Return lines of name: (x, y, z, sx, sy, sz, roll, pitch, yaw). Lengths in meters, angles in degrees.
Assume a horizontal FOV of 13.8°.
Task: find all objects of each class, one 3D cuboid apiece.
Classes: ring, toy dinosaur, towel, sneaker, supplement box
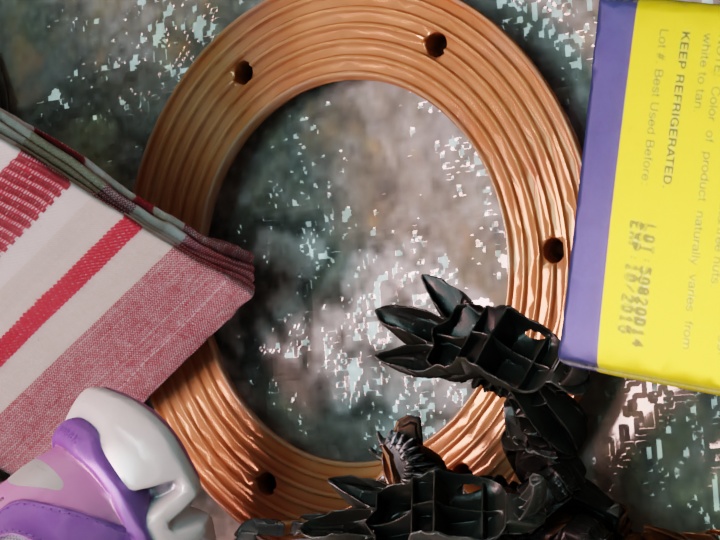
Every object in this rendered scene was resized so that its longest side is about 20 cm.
ring: (0.000, 0.000, 1.017, 0.199, 0.019, 0.202, -1, 89, 35)
toy dinosaur: (0.049, 0.080, 0.933, 0.199, 0.136, 0.103, -18, 45, 14)
towel: (-0.153, -0.009, 1.019, 0.144, 0.199, 0.023, -42, 26, 37)
sneaker: (-0.080, 0.143, 0.994, 0.080, 0.088, 0.201, 12, 127, 58)
supplement box: (0.171, -0.012, 0.839, 0.199, 0.109, 0.110, 10, 96, 36)

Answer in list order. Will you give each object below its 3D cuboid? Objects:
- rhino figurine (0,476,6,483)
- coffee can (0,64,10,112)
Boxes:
rhino figurine: (-0.178, 0.085, 1.084, 0.199, 0.087, 0.060, 23, 78, 16)
coffee can: (-0.251, -0.039, 1.120, 0.199, 0.146, 0.147, -30, 73, 32)
